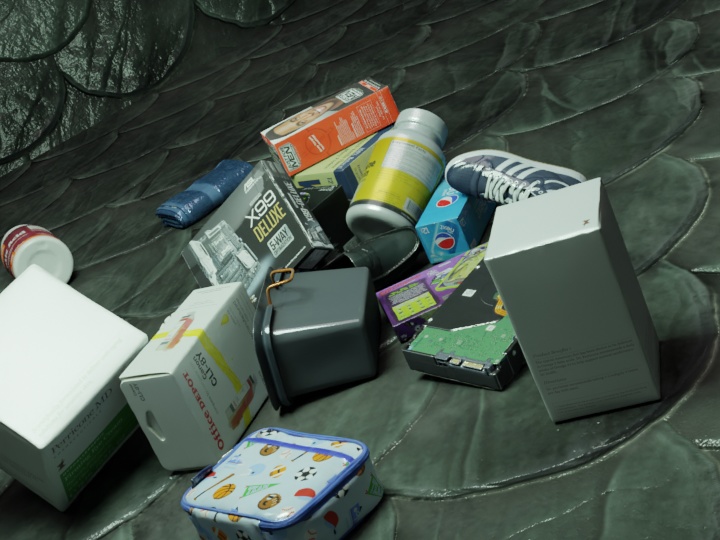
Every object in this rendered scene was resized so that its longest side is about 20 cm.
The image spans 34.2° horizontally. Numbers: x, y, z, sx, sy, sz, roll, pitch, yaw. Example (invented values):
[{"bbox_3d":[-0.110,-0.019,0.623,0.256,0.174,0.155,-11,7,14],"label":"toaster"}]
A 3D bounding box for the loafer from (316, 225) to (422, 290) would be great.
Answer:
[{"bbox_3d":[0.000,0.000,1.616,0.200,0.068,0.070,-32,-16,-7],"label":"loafer"}]

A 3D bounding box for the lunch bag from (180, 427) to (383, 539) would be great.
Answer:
[{"bbox_3d":[-0.083,0.228,1.215,0.200,0.076,0.160,2,33,46],"label":"lunch bag"}]

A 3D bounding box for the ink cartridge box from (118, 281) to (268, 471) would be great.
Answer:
[{"bbox_3d":[-0.190,0.130,1.446,0.083,0.145,0.200,-10,27,29],"label":"ink cartridge box"}]

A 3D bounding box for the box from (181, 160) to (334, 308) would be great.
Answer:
[{"bbox_3d":[-0.146,-0.028,1.628,0.200,0.158,0.050,-45,-27,27],"label":"box"}]

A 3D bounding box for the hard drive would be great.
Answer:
[{"bbox_3d":[0.160,0.053,1.367,0.139,0.038,0.200,8,42,43],"label":"hard drive"}]

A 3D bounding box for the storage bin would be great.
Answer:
[{"bbox_3d":[-0.050,0.063,1.475,0.134,0.146,0.200,-11,25,8],"label":"storage bin"}]

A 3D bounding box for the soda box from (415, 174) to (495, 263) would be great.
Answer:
[{"bbox_3d":[0.145,-0.091,1.689,0.068,0.064,0.200,-12,25,27],"label":"soda box"}]

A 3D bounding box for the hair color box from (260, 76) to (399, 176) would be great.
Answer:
[{"bbox_3d":[-0.048,-0.227,1.835,0.200,0.061,0.102,-29,23,-7],"label":"hair color box"}]

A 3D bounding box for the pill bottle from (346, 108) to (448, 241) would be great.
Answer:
[{"bbox_3d":[0.061,-0.137,1.730,0.112,0.112,0.200,-3,55,42],"label":"pill bottle"}]

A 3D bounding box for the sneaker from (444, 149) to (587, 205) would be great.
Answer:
[{"bbox_3d":[0.207,-0.103,1.577,0.199,0.070,0.109,10,35,8],"label":"sneaker"}]

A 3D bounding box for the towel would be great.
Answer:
[{"bbox_3d":[-0.302,-0.153,2.304,0.200,0.049,0.112,-37,26,-27],"label":"towel"}]

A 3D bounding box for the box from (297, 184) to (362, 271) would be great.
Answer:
[{"bbox_3d":[-0.117,-0.039,1.767,0.200,0.125,0.149,0,33,44],"label":"box"}]

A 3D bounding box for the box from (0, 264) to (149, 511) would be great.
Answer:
[{"bbox_3d":[-0.390,0.144,1.458,0.200,0.172,0.199,29,57,18],"label":"box"}]

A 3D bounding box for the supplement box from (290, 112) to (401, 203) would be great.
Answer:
[{"bbox_3d":[-0.017,-0.142,1.875,0.199,0.135,0.200,-3,31,43],"label":"supplement box"}]

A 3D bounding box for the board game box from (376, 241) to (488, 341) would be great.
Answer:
[{"bbox_3d":[0.124,0.019,1.519,0.200,0.032,0.120,-25,27,-1],"label":"board game box"}]

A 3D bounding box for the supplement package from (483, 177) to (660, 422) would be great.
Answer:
[{"bbox_3d":[0.217,0.030,1.173,0.117,0.200,0.117,-15,24,21],"label":"supplement package"}]

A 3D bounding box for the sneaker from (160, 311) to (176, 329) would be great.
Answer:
[{"bbox_3d":[-0.217,0.078,1.684,0.086,0.075,0.200,-4,30,29],"label":"sneaker"}]

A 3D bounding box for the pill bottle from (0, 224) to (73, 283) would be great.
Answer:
[{"bbox_3d":[-0.637,-0.027,2.284,0.114,0.114,0.200,-32,23,-17],"label":"pill bottle"}]
